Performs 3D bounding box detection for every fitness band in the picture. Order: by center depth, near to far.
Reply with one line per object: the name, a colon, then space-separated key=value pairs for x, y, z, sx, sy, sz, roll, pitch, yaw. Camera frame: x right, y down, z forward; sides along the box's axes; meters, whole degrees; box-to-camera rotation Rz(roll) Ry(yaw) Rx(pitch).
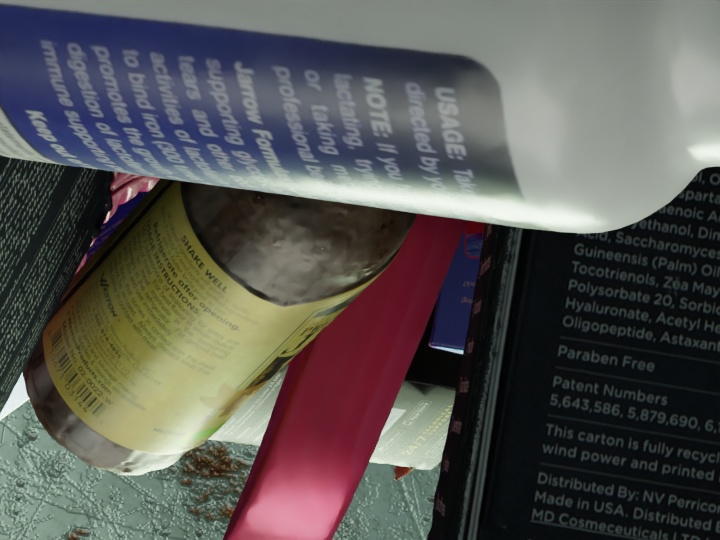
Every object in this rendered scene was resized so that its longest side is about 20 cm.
fitness band: x=0.000 y=0.000 z=0.817 sx=0.037 sy=0.201 sz=0.144 roll=18 pitch=-165 yaw=-10

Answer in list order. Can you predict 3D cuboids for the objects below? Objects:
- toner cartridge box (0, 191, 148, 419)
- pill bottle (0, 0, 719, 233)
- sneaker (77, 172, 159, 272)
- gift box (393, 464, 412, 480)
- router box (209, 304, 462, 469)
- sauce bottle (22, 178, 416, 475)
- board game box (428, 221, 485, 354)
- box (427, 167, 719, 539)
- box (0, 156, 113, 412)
toner cartridge box: x=-0.096 y=-0.030 z=0.869 sx=0.095 sy=0.200 sz=0.043 roll=42 pitch=146 yaw=17
pill bottle: x=0.008 y=-0.068 z=0.461 sx=0.199 sy=0.116 sz=0.116 roll=9 pitch=178 yaw=19
sneaker: x=-0.096 y=-0.059 z=0.811 sx=0.088 sy=0.200 sz=0.081 roll=34 pitch=143 yaw=9
gift box: x=0.032 y=0.006 z=1.177 sx=0.184 sy=0.201 sz=0.187 roll=16 pitch=-176 yaw=-27
router box: x=-0.046 y=-0.026 z=0.984 sx=0.157 sy=0.200 sz=0.052 roll=12 pitch=135 yaw=-37
sauce bottle: x=-0.026 y=-0.011 z=0.720 sx=0.065 sy=0.065 sz=0.200 roll=10 pitch=146 yaw=-30
board game box: x=0.132 y=-0.024 z=0.883 sx=0.199 sy=0.135 sz=0.045 roll=9 pitch=178 yaw=22
box: x=0.094 y=-0.004 z=0.716 sx=0.123 sy=0.197 sz=0.200 roll=8 pitch=178 yaw=1
box: x=-0.144 y=-0.045 z=0.643 sx=0.148 sy=0.105 sz=0.200 roll=24 pitch=155 yaw=4
